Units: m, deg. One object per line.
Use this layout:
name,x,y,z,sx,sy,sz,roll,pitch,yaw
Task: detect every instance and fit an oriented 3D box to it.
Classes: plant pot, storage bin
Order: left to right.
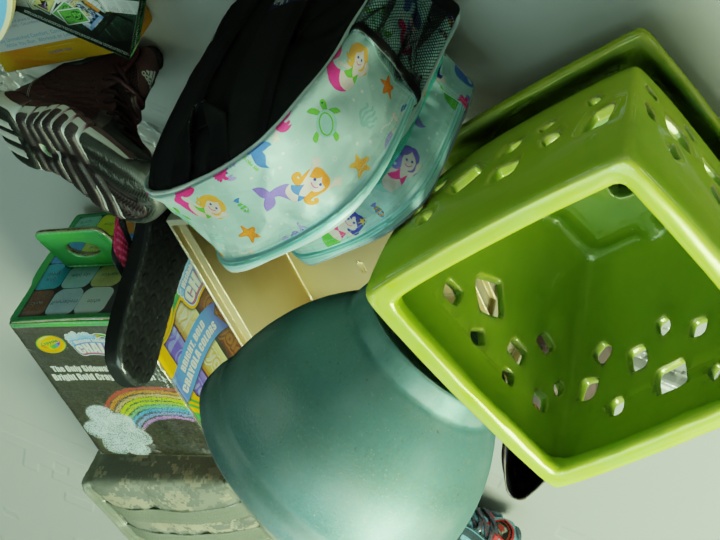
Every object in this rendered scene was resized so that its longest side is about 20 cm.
storage bin,0.000,0.000,1.177,0.198,0.094,0.199,-3,133,29
plant pot,0.012,0.090,1.070,0.200,0.201,0.134,35,114,-14
plant pot,0.148,-0.017,1.003,0.198,0.182,0.200,-28,118,33

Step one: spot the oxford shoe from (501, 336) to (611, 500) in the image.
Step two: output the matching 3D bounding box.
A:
oxford shoe,0.149,0.102,1.230,0.070,0.073,0.201,18,140,8

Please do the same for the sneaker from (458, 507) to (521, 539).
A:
sneaker,0.090,0.218,1.400,0.095,0.080,0.201,-9,139,21

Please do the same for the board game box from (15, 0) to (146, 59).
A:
board game box,-0.229,-0.216,1.049,0.198,0.024,0.105,23,141,2

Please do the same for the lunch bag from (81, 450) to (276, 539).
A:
lunch bag,-0.124,0.206,1.451,0.162,0.118,0.201,-3,139,28

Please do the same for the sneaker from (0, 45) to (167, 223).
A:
sneaker,-0.164,-0.110,1.110,0.199,0.115,0.076,28,150,42

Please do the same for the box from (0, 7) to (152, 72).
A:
box,-0.236,-0.228,1.088,0.118,0.042,0.201,-4,130,30

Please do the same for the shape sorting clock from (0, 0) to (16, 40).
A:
shape sorting clock,-0.315,-0.209,1.052,0.198,0.039,0.201,14,138,13

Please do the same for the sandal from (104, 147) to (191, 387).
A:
sandal,-0.154,-0.015,1.154,0.045,0.202,0.075,2,153,26

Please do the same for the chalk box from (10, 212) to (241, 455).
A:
chalk box,-0.176,0.032,1.267,0.124,0.125,0.201,-2,133,29

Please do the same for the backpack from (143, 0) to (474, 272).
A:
backpack,-0.034,-0.091,1.003,0.177,0.201,0.151,-21,119,40
